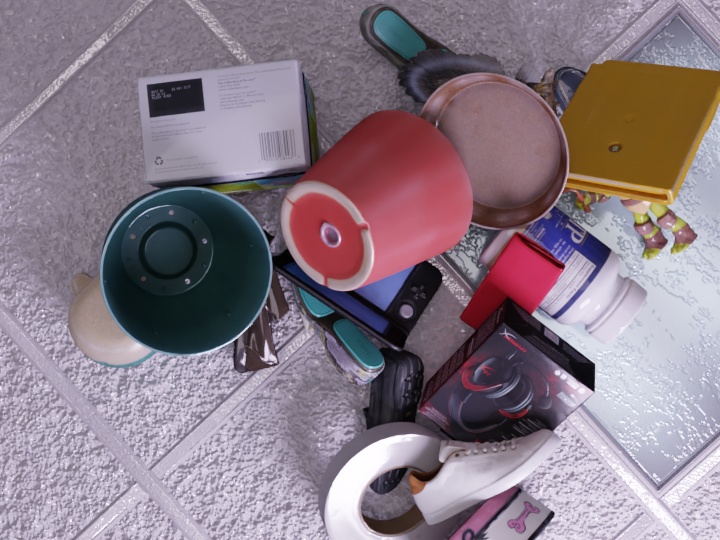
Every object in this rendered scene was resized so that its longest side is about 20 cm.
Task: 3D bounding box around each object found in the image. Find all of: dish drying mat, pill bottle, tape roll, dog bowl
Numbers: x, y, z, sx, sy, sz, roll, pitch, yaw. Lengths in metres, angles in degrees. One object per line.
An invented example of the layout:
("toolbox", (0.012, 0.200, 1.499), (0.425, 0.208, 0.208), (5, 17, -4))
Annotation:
("dish drying mat", (0.193, 0.029, 1.204), (0.077, 0.200, 0.018), (33, 55, 7))
("pill bottle", (0.267, 0.001, 1.225), (0.200, 0.120, 0.120), (38, 92, 2))
("tape roll", (0.044, 0.296, 1.234), (0.202, 0.037, 0.203), (-6, 112, -16))
("dog bowl", (0.154, 0.354, 1.198), (0.200, 0.200, 0.074), (-45, 75, 2))

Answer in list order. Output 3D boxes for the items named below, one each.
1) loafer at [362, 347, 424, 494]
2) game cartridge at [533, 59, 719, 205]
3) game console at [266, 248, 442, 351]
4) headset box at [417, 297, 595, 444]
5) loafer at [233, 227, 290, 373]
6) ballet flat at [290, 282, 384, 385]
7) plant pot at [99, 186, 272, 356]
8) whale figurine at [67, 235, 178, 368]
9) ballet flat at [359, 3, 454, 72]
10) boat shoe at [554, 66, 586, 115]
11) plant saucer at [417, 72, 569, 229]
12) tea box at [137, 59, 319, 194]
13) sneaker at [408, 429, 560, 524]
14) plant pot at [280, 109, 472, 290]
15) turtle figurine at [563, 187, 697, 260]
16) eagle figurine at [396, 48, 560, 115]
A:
("loafer", (0.037, 0.202, 1.270), (0.070, 0.068, 0.201), (16, 102, 41))
("game cartridge", (0.333, -0.176, 1.152), (0.176, 0.032, 0.200), (16, 60, 34))
("game console", (0.000, 0.000, 1.212), (0.200, 0.116, 0.176), (34, 65, 2))
("headset box", (0.182, 0.158, 1.214), (0.149, 0.075, 0.200), (38, 118, -5))
("loafer", (-0.130, 0.041, 1.276), (0.071, 0.073, 0.201), (5, 98, -2))
("ballet flat", (-0.044, 0.074, 1.263), (0.072, 0.072, 0.201), (-36, 68, 2))
("plant pot", (-0.227, -0.012, 1.158), (0.200, 0.161, 0.201), (-4, 103, -20))
("whale figurine", (-0.314, 0.038, 1.281), (0.159, 0.104, 0.201), (12, 66, 3))
("ballet flat", (0.079, -0.286, 1.260), (0.200, 0.064, 0.067), (38, 92, -25))
("boat shoe", (0.331, -0.198, 1.250), (0.075, 0.062, 0.200), (-40, 88, 2))
("plant saucer", (0.162, -0.147, 1.142), (0.200, 0.034, 0.201), (16, 124, 24))
("tea box", (-0.161, -0.176, 1.210), (0.199, 0.197, 0.134), (-6, 89, 4))
("sneaker", (0.149, 0.237, 1.171), (0.200, 0.073, 0.085), (-31, 87, 9))
("plant pot", (0.011, -0.076, 1.148), (0.200, 0.177, 0.201), (21, 127, 30))
("turtle figurine", (0.359, -0.092, 1.231), (0.161, 0.200, 0.064), (53, 48, -14))
("eagle figurine", (0.157, -0.212, 1.224), (0.199, 0.151, 0.152), (-5, 69, 17))
